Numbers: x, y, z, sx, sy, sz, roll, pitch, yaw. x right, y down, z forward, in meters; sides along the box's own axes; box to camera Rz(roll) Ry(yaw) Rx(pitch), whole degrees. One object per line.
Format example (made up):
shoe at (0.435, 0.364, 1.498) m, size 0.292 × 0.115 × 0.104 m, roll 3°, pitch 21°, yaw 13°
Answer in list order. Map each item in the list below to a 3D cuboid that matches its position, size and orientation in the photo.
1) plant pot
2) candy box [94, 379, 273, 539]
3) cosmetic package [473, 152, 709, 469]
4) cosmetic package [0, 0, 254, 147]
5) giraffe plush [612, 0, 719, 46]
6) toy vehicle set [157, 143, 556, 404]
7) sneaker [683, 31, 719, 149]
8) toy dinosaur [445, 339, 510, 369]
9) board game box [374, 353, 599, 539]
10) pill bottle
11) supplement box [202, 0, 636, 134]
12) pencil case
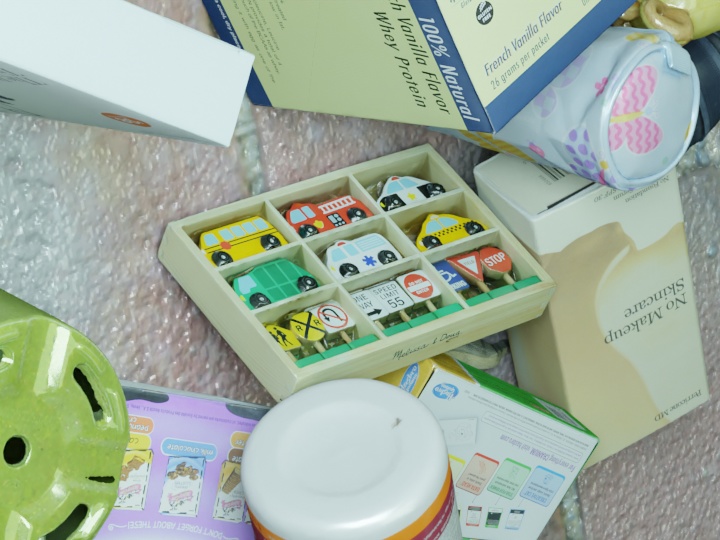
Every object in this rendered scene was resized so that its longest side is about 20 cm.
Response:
plant pot at (-0.210, 0.071, 1.234) m, size 0.199 × 0.189 × 0.202 m, roll -9°, pitch 103°, yaw -42°
candy box at (-0.126, 0.161, 1.403) m, size 0.167 × 0.071 × 0.201 m, roll 13°, pitch 88°, yaw -43°
cosmetic package at (0.142, 0.010, 1.576) m, size 0.105 × 0.071 × 0.201 m, roll -28°, pitch 130°, yaw -15°
cosmetic package at (-0.170, -0.110, 1.233) m, size 0.150 × 0.199 × 0.052 m, roll 17°, pitch 87°, yaw -42°
giraffe plush at (0.213, -0.184, 1.531) m, size 0.161 × 0.172 × 0.202 m, roll 7°, pitch 90°, yaw -24°
toy vehicle set at (0.000, 0.000, 1.462) m, size 0.199 × 0.124 × 0.027 m, roll -19°, pitch 146°, yaw -39°
sneaker at (0.163, -0.144, 1.605) m, size 0.146 × 0.077 × 0.203 m, roll -46°, pitch 132°, yaw -16°
toy dinosaur at (0.025, 0.050, 1.543) m, size 0.200 × 0.047 × 0.089 m, roll 29°, pitch 71°, yaw -44°
board game box at (0.031, 0.151, 1.520) m, size 0.153 × 0.040 × 0.201 m, roll 26°, pitch 99°, yaw -42°
pill bottle at (0.004, 0.162, 1.400) m, size 0.110 × 0.109 × 0.201 m, roll -43°, pitch 142°, yaw -29°
supplement box at (0.009, -0.197, 1.382) m, size 0.134 × 0.199 × 0.201 m, roll -43°, pitch 122°, yaw -28°
pencil case at (0.097, -0.108, 1.480) m, size 0.083 × 0.199 × 0.091 m, roll 39°, pitch 78°, yaw -45°
